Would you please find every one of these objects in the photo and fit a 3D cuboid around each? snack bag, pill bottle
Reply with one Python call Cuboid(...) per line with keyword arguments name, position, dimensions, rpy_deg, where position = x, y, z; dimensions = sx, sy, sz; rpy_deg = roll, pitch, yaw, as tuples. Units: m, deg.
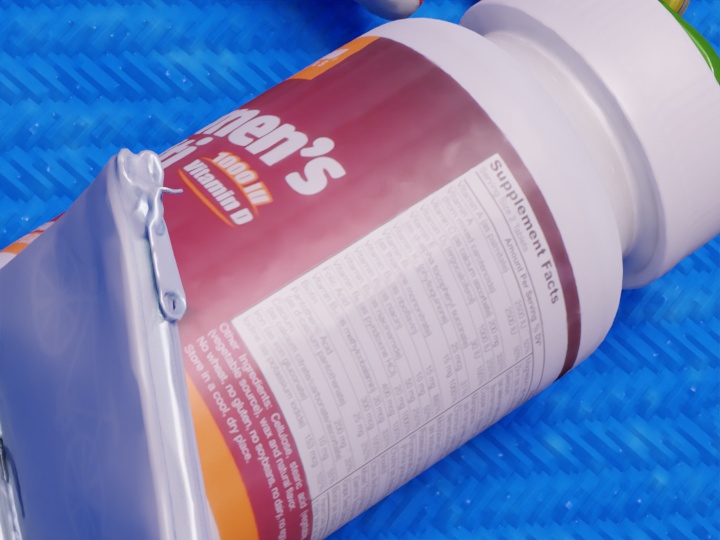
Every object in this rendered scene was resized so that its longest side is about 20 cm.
Cuboid(name="snack bag", position=(-0.081, 0.092, 0.688), dimensions=(0.021, 0.200, 0.189), rpy_deg=(0, 71, -31))
Cuboid(name="pill bottle", position=(0.000, 0.000, 0.786), dimensions=(0.200, 0.110, 0.110), rpy_deg=(-33, 82, -22))

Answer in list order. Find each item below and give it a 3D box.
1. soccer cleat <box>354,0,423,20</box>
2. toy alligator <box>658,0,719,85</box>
Cuboid(name="soccer cleat", position=(-0.060, -0.139, 0.846), dimensions=(0.085, 0.069, 0.200), rpy_deg=(-37, 81, -14))
Cuboid(name="toy alligator", position=(0.047, -0.125, 0.875), dimensions=(0.054, 0.059, 0.200), rpy_deg=(-29, 78, 19))
